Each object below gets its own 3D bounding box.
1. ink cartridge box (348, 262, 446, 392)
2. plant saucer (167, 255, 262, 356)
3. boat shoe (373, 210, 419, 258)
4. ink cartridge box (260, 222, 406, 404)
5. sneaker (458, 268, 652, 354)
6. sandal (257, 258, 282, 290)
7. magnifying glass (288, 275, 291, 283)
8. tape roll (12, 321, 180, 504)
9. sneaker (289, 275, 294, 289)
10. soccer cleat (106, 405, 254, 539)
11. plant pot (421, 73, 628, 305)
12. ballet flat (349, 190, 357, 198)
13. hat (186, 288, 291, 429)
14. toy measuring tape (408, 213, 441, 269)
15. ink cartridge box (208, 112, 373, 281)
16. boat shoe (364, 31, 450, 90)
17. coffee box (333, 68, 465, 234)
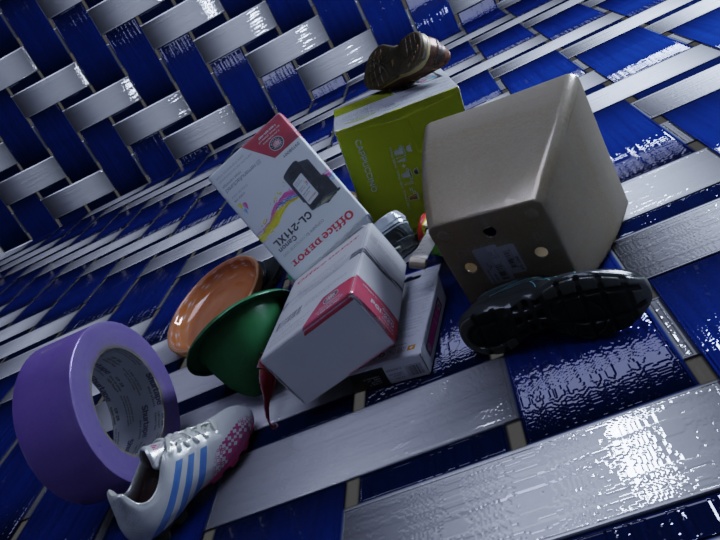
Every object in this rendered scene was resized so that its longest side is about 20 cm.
[{"bbox_3d":[0.052,0.065,0.861,0.094,0.037,0.201,-19,26,24],"label":"ink cartridge box"},{"bbox_3d":[-0.235,0.063,1.153,0.199,0.037,0.201,-29,35,22],"label":"plant saucer"},{"bbox_3d":[0.000,0.000,1.011,0.200,0.071,0.072,-43,-20,25],"label":"boat shoe"},{"bbox_3d":[-0.026,0.046,0.851,0.145,0.085,0.201,-37,18,22],"label":"ink cartridge box"},{"bbox_3d":[0.196,0.027,0.719,0.198,0.076,0.079,-14,23,31],"label":"sneaker"},{"bbox_3d":[-0.191,0.022,1.226,0.075,0.048,0.201,-19,25,23],"label":"sandal"},{"bbox_3d":[-0.039,-0.034,1.211,0.199,0.023,0.079,-36,22,-13],"label":"magnifying glass"},{"bbox_3d":[-0.311,0.170,0.842,0.084,0.201,0.200,-23,22,14],"label":"tape roll"},{"bbox_3d":[-0.071,-0.058,1.096,0.086,0.202,0.074,-5,4,15],"label":"sneaker"},{"bbox_3d":[-0.193,0.206,0.775,0.069,0.087,0.200,-9,29,39],"label":"soccer cleat"},{"bbox_3d":[0.183,-0.070,0.815,0.198,0.200,0.178,-14,37,33],"label":"plant pot"},{"bbox_3d":[-0.069,-0.094,1.265,0.062,0.069,0.200,4,-17,-28],"label":"ballet flat"},{"bbox_3d":[-0.115,0.143,0.899,0.199,0.176,0.166,-17,-32,-48],"label":"hat"},{"bbox_3d":[0.103,-0.035,0.946,0.073,0.074,0.200,-15,24,29],"label":"toy measuring tape"},{"bbox_3d":[-0.098,-0.102,1.022,0.146,0.200,0.083,-42,-7,1],"label":"ink cartridge box"},{"bbox_3d":[0.070,-0.328,1.125,0.067,0.073,0.200,5,0,-28],"label":"boat shoe"},{"bbox_3d":[0.078,-0.187,1.135,0.198,0.201,0.198,-18,23,5],"label":"coffee box"}]
